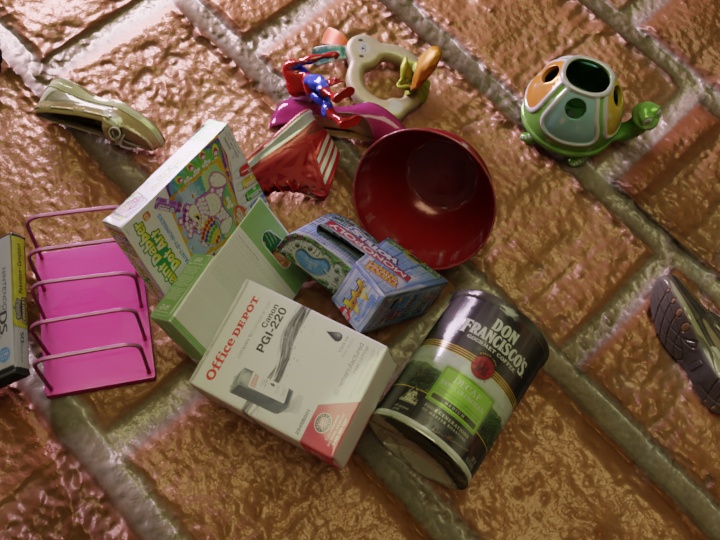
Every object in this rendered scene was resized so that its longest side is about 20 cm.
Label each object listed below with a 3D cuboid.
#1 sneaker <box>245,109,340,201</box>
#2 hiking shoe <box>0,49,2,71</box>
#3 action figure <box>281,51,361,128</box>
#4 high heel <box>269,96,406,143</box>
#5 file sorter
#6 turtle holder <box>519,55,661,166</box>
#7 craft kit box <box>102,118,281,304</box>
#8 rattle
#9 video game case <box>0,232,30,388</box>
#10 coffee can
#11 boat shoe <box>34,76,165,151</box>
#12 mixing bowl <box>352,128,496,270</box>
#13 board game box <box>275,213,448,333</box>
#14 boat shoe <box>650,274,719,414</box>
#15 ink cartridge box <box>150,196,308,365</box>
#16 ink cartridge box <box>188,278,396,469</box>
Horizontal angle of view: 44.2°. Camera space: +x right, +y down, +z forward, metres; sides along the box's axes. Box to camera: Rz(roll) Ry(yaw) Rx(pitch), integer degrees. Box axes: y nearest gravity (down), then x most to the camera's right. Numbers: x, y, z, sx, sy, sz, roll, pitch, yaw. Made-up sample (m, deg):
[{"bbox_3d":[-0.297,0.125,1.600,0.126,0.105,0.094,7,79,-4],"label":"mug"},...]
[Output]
[{"bbox_3d":[-0.110,-0.121,1.245,0.200,0.078,0.116,-43,96,0],"label":"sneaker"},{"bbox_3d":[-0.588,-0.274,1.268,0.100,0.076,0.202,17,65,-1],"label":"hiking shoe"},{"bbox_3d":[-0.043,-0.267,1.253,0.098,0.066,0.200,-27,38,-21],"label":"action figure"},{"bbox_3d":[-0.032,-0.203,1.294,0.198,0.068,0.097,20,54,20],"label":"high heel"},{"bbox_3d":[-0.344,0.036,1.120,0.137,0.126,0.202,-9,66,-10],"label":"file sorter"},{"bbox_3d":[0.332,-0.236,1.311,0.185,0.132,0.141,43,67,14],"label":"turtle holder"},{"bbox_3d":[-0.204,-0.053,1.135,0.048,0.201,0.198,20,58,39],"label":"craft kit box"},{"bbox_3d":[0.016,-0.324,1.322,0.130,0.143,0.200,-43,81,-3],"label":"rattle"},{"bbox_3d":[-0.486,0.072,1.087,0.198,0.025,0.183,-22,64,22],"label":"video game case"},{"bbox_3d":[0.124,0.146,1.104,0.146,0.147,0.201,33,67,10],"label":"coffee can"},{"bbox_3d":[-0.370,-0.210,1.265,0.199,0.073,0.064,26,72,10],"label":"boat shoe"},{"bbox_3d":[0.099,-0.113,1.218,0.199,0.202,0.108,27,32,7],"label":"mixing bowl"},{"bbox_3d":[0.000,0.000,1.130,0.199,0.200,0.062,37,109,5],"label":"board game box"},{"bbox_3d":[0.467,0.095,1.211,0.073,0.075,0.202,-19,77,-25],"label":"boat shoe"},{"bbox_3d":[-0.158,0.026,1.136,0.048,0.146,0.201,7,55,41],"label":"ink cartridge box"},{"bbox_3d":[-0.079,0.120,1.048,0.198,0.085,0.147,24,75,18],"label":"ink cartridge box"}]
